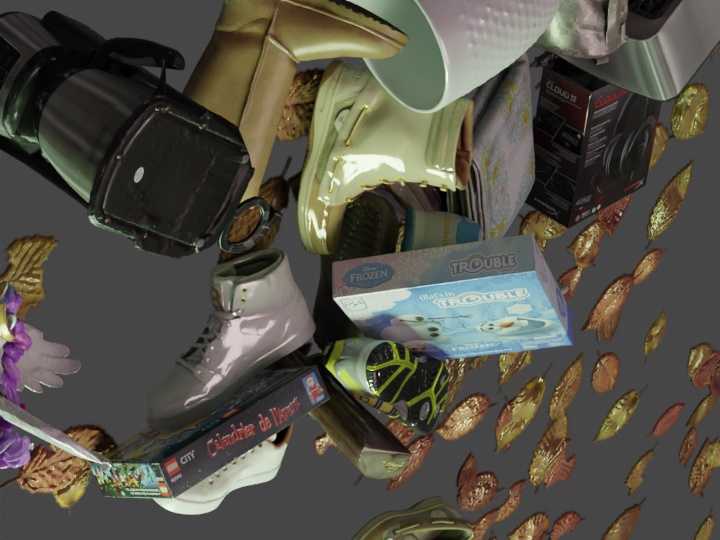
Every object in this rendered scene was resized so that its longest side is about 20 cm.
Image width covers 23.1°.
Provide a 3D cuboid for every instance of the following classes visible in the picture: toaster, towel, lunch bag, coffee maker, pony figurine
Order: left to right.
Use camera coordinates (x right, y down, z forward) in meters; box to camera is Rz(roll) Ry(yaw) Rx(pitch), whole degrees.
[{"bbox_3d":[-0.312,0.109,1.444,0.200,0.167,0.193,-43,139,6],"label":"pony figurine"},{"bbox_3d":[-0.192,-0.098,1.361,0.135,0.199,0.193,-46,142,-13],"label":"coffee maker"},{"bbox_3d":[0.141,-0.115,1.855,0.201,0.048,0.172,-61,156,-43],"label":"towel"},{"bbox_3d":[0.190,-0.315,1.706,0.139,0.167,0.201,-29,138,-35],"label":"lunch bag"},{"bbox_3d":[0.289,-0.286,1.850,0.200,0.180,0.119,-51,143,-11],"label":"toaster"}]

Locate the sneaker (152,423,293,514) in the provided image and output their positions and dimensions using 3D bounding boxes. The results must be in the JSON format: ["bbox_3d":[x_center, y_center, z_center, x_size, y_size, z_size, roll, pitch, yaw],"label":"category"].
[{"bbox_3d":[-0.139,0.181,1.768,0.199,0.073,0.085,-19,142,-58],"label":"sneaker"}]

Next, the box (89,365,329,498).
[{"bbox_3d":[-0.144,0.154,1.688,0.199,0.136,0.038,-30,103,-34],"label":"box"}]

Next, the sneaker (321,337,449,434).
[{"bbox_3d":[0.030,0.108,1.781,0.076,0.076,0.200,-66,149,-14],"label":"sneaker"}]

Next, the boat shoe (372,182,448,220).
[{"bbox_3d":[0.061,-0.083,1.816,0.065,0.072,0.200,-51,141,-3],"label":"boat shoe"}]

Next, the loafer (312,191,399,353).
[{"bbox_3d":[0.000,0.000,1.808,0.068,0.076,0.201,-23,143,-42],"label":"loafer"}]

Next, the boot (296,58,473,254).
[{"bbox_3d":[0.025,-0.090,1.682,0.073,0.154,0.202,-54,157,-61],"label":"boot"}]

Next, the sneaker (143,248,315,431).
[{"bbox_3d":[-0.140,0.057,1.684,0.199,0.073,0.116,-37,129,-25],"label":"sneaker"}]

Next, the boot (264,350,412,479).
[{"bbox_3d":[-0.006,0.155,1.802,0.065,0.199,0.186,-57,146,5],"label":"boot"}]

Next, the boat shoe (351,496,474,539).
[{"bbox_3d":[0.056,0.336,2.152,0.200,0.063,0.074,-14,127,-47],"label":"boat shoe"}]

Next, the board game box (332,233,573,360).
[{"bbox_3d":[0.095,0.034,1.732,0.199,0.198,0.044,53,32,-61],"label":"board game box"}]

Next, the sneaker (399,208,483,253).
[{"bbox_3d":[0.077,-0.002,1.785,0.200,0.080,0.077,102,-5,-74],"label":"sneaker"}]

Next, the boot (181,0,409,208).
[{"bbox_3d":[-0.071,-0.149,1.538,0.066,0.174,0.202,-80,-169,-77],"label":"boot"}]

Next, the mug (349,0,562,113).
[{"bbox_3d":[0.082,-0.269,1.597,0.175,0.201,0.148,-32,172,-23],"label":"mug"}]

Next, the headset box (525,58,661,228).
[{"bbox_3d":[0.271,-0.171,2.008,0.148,0.077,0.202,-27,137,-37],"label":"headset box"}]

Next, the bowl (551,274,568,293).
[{"bbox_3d":[0.121,0.028,1.929,0.200,0.091,0.201,-28,177,-2],"label":"bowl"}]
